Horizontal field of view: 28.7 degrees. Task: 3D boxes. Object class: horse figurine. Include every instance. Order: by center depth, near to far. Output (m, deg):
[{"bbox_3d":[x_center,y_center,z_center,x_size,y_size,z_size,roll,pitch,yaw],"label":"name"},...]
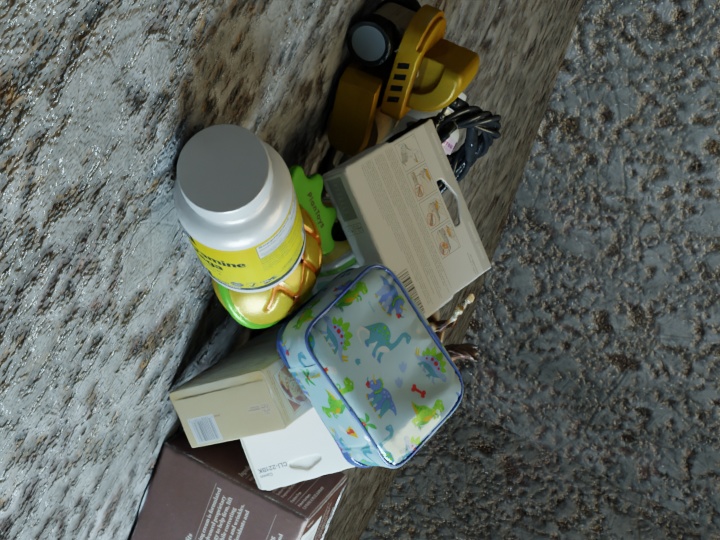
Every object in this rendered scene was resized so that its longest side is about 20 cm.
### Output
[{"bbox_3d":[0.091,0.047,1.761,0.133,0.050,0.201,-50,-145,35],"label":"horse figurine"}]

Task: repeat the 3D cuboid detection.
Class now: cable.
[{"bbox_3d":[0.089,-0.145,1.802,0.162,0.051,0.200,-1,141,-52],"label":"cable"}]

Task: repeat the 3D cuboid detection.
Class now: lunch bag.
[{"bbox_3d":[0.015,0.103,1.540,0.161,0.201,0.082,-44,-162,-31],"label":"lunch bag"}]

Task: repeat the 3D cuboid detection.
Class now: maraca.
[{"bbox_3d":[-0.089,-0.026,1.519,0.200,0.106,0.138,-50,132,-37],"label":"maraca"}]

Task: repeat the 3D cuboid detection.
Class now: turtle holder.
[{"bbox_3d":[-0.032,-0.033,1.679,0.131,0.186,0.141,-14,-146,42],"label":"turtle holder"}]

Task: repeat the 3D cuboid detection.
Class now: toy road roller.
[{"bbox_3d":[0.054,-0.223,1.696,0.123,0.145,0.201,-49,160,-55],"label":"toy road roller"}]

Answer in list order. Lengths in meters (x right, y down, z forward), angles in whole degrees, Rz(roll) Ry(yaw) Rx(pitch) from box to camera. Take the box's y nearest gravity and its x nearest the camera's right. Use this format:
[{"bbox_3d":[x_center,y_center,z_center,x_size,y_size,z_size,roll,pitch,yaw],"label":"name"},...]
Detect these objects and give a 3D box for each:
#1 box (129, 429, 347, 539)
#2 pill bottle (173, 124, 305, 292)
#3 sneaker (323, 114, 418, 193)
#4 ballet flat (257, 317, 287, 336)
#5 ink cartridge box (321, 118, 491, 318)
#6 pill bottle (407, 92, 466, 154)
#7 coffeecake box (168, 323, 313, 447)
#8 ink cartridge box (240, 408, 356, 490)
[{"bbox_3d":[-0.150,0.301,1.724,0.167,0.198,0.164,-67,169,17],"label":"box"},{"bbox_3d":[-0.115,-0.059,1.331,0.113,0.112,0.200,-62,168,-15],"label":"pill bottle"},{"bbox_3d":[0.036,-0.151,1.845,0.200,0.115,0.075,-55,166,-44],"label":"sneaker"},{"bbox_3d":[-0.098,0.046,1.815,0.074,0.074,0.201,-49,162,-56],"label":"ballet flat"},{"bbox_3d":[0.057,-0.054,1.650,0.044,0.202,0.176,-14,-166,43],"label":"ink cartridge box"},{"bbox_3d":[0.073,-0.172,1.993,0.202,0.111,0.112,-66,169,2],"label":"pill bottle"},{"bbox_3d":[-0.094,0.119,1.614,0.153,0.074,0.200,-17,-170,39],"label":"coffeecake box"},{"bbox_3d":[-0.038,0.172,1.677,0.085,0.143,0.200,68,24,-8],"label":"ink cartridge box"}]
